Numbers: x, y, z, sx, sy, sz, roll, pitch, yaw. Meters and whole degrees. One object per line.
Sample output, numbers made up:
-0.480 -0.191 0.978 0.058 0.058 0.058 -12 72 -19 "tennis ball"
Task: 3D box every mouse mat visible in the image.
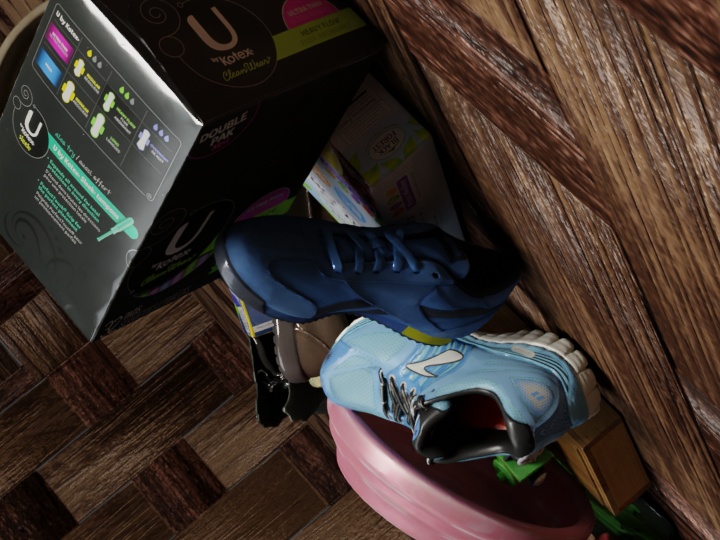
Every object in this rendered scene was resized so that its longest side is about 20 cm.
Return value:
0.147 0.147 1.643 0.200 0.008 0.161 38 164 21 "mouse mat"

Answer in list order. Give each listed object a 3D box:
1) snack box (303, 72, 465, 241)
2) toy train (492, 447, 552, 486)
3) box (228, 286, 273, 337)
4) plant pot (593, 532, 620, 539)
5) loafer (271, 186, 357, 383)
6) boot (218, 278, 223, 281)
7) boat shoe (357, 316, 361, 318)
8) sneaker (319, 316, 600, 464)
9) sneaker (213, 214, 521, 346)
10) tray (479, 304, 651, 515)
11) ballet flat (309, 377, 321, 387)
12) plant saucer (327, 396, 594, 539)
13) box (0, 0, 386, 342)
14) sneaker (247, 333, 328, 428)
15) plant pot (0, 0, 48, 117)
-0.004 -0.073 1.415 0.142 0.053 0.200 48 173 23 "snack box"
0.056 0.061 1.515 0.200 0.042 0.056 48 162 18 "toy train"
-0.085 -0.054 1.721 0.064 0.070 0.200 -166 57 -81 "box"
0.197 0.314 1.622 0.177 0.201 0.200 32 172 2 "plant pot"
-0.026 -0.023 1.596 0.073 0.071 0.201 -53 -41 -75 "loafer"
-0.103 -0.094 1.594 0.158 0.079 0.212 -22 -64 -81 "boot"
0.033 0.096 1.728 0.061 0.072 0.201 33 174 37 "boat shoe"
0.046 0.075 1.425 0.200 0.090 0.079 4 123 41 "sneaker"
0.008 -0.007 1.319 0.200 0.078 0.066 12 -125 -40 "sneaker"
0.108 0.069 1.524 0.200 0.037 0.099 45 171 36 "tray"
0.027 0.102 1.841 0.200 0.071 0.071 31 -172 -42 "ballet flat"
0.061 0.140 1.546 0.200 0.051 0.201 26 -164 -8 "plant saucer"
-0.106 -0.084 1.285 0.124 0.148 0.200 48 137 15 "box"
-0.051 0.043 1.896 0.104 0.060 0.200 34 -131 -54 "sneaker"
-0.185 -0.126 1.859 0.200 0.200 0.174 50 -171 4 "plant pot"
